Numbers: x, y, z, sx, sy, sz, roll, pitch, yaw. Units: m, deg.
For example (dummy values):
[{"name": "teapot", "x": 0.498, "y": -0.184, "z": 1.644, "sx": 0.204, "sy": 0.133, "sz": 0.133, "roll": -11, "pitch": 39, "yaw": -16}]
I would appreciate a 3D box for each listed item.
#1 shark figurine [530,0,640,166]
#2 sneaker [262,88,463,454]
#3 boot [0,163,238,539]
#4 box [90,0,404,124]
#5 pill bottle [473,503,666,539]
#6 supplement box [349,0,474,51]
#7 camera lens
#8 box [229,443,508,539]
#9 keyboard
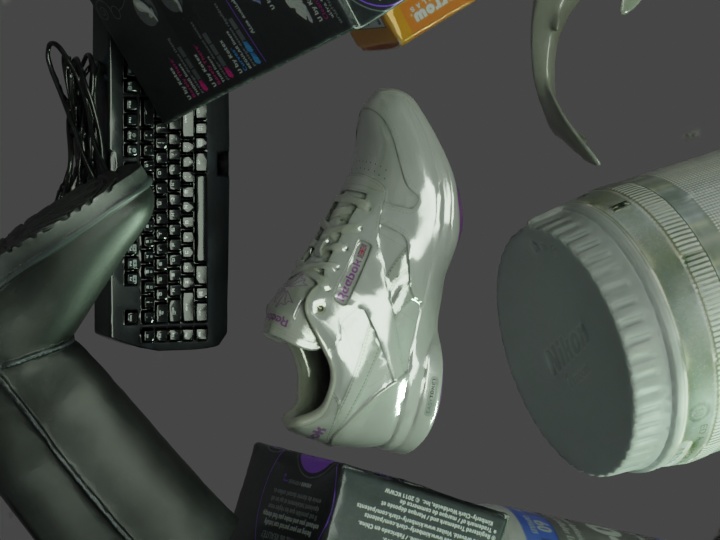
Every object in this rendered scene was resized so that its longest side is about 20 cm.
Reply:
[{"name": "shark figurine", "x": 0.144, "y": -0.174, "z": 1.526, "sx": 0.128, "sy": 0.089, "sz": 0.215, "roll": 40, "pitch": 74, "yaw": -19}, {"name": "sneaker", "x": 0.000, "y": 0.000, "z": 1.469, "sx": 0.099, "sy": 0.075, "sz": 0.201, "roll": 3, "pitch": 91, "yaw": -26}, {"name": "boot", "x": -0.127, "y": 0.067, "z": 1.403, "sx": 0.165, "sy": 0.066, "sz": 0.200, "roll": -34, "pitch": 102, "yaw": 6}, {"name": "box", "x": -0.039, "y": -0.166, "z": 1.362, "sx": 0.122, "sy": 0.200, "sz": 0.106, "roll": -36, "pitch": 99, "yaw": -33}, {"name": "pill bottle", "x": 0.141, "y": 0.202, "z": 1.520, "sx": 0.199, "sy": 0.114, "sz": 0.114, "roll": 13, "pitch": 86, "yaw": -25}, {"name": "supplement box", "x": -0.010, "y": -0.220, "z": 1.462, "sx": 0.066, "sy": 0.069, "sz": 0.200, "roll": -34, "pitch": 107, "yaw": -18}, {"name": "camera lens", "x": 0.197, "y": 0.017, "z": 1.514, "sx": 0.199, "sy": 0.160, "sz": 0.160, "roll": -18, "pitch": 99, "yaw": -23}, {"name": "box", "x": -0.018, "y": 0.205, "z": 1.433, "sx": 0.106, "sy": 0.122, "sz": 0.201, "roll": 20, "pitch": 84, "yaw": -25}, {"name": "keyboard", "x": -0.112, "y": -0.057, "z": 1.435, "sx": 0.104, "sy": 0.040, "sz": 0.201, "roll": -2, "pitch": 92, "yaw": -25}]
